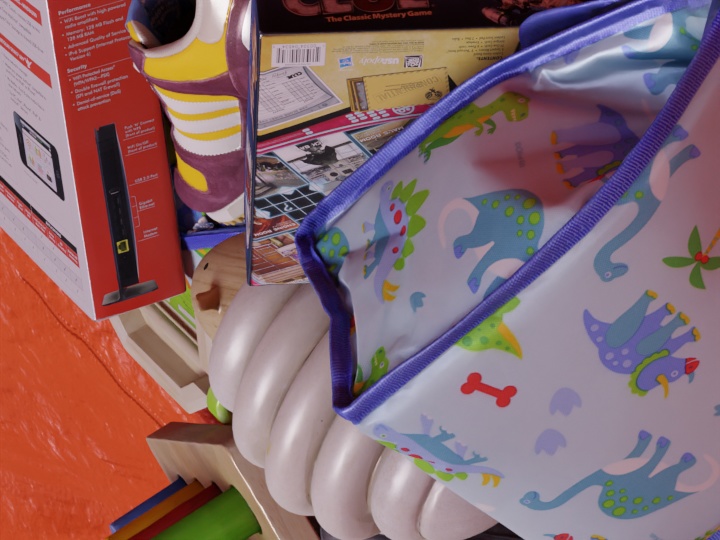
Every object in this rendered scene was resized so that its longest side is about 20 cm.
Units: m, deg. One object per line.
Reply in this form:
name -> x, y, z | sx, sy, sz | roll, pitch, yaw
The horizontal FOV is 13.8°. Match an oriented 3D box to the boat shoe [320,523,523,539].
boat shoe -> 0.079, 0.127, 1.291 | 0.199, 0.061, 0.074 | 23, 161, -7

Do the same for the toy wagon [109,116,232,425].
toy wagon -> -0.102, -0.020, 1.483 | 0.155, 0.039, 0.201 | 41, 148, 38

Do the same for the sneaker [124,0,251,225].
sneaker -> -0.057, -0.086, 1.218 | 0.090, 0.075, 0.200 | 26, 153, -9

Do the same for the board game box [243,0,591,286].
board game box -> 0.057, -0.054, 1.107 | 0.136, 0.199, 0.035 | 96, 170, -48

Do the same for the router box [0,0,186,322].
router box -> -0.153, -0.098, 1.395 | 0.200, 0.049, 0.180 | 41, 142, 53

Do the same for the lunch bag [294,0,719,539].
lunch bag -> 0.105, -0.004, 1.047 | 0.170, 0.200, 0.128 | 34, -151, -37

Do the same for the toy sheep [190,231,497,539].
toy sheep -> 0.012, 0.050, 1.196 | 0.200, 0.138, 0.138 | 33, 144, 19

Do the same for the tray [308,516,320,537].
tray -> -0.028, 0.123, 1.553 | 0.107, 0.022, 0.200 | 50, 149, 10

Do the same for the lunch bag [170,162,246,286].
lunch bag -> 0.000, 0.000, 1.338 | 0.200, 0.082, 0.161 | -2, 116, 54

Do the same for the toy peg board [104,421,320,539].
toy peg board -> -0.065, 0.187, 1.499 | 0.201, 0.098, 0.199 | 60, 166, -6
